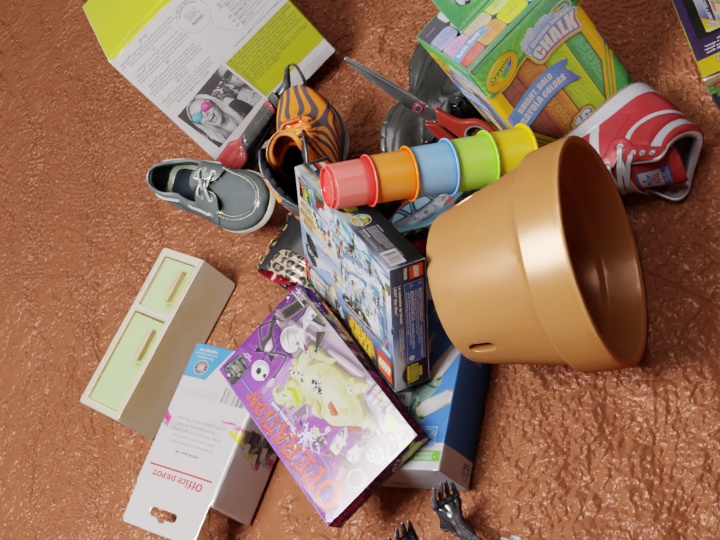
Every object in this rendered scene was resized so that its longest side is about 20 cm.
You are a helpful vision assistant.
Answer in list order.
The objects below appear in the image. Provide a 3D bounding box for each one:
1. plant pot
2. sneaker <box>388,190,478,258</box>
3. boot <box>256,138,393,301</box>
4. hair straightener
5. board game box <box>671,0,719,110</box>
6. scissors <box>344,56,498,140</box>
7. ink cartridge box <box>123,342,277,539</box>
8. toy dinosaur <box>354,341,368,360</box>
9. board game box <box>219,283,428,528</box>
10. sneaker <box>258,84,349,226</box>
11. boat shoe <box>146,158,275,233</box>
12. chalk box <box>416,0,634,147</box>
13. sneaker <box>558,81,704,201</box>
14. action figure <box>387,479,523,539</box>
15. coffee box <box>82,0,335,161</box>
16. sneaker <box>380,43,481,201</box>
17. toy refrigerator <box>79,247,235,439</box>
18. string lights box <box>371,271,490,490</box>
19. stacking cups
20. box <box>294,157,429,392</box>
[{"bbox_3d":[0.149,0.000,1.011,0.139,0.200,0.201,-16,55,29],"label":"plant pot"},{"bbox_3d":[0.080,-0.052,1.188,0.199,0.079,0.096,-32,31,18],"label":"sneaker"},{"bbox_3d":[-0.068,-0.059,1.291,0.199,0.073,0.151,24,79,36],"label":"boot"},{"bbox_3d":[-0.120,-0.160,1.376,0.041,0.077,0.201,42,115,19],"label":"hair straightener"},{"bbox_3d":[0.399,-0.265,1.091,0.199,0.057,0.166,-24,54,22],"label":"board game box"},{"bbox_3d":[0.074,-0.164,1.188,0.073,0.200,0.014,-37,13,33],"label":"scissors"},{"bbox_3d":[-0.150,0.185,1.200,0.115,0.068,0.201,8,68,39],"label":"ink cartridge box"},{"bbox_3d":[-0.022,0.104,1.154,0.047,0.088,0.200,37,89,14],"label":"toy dinosaur"},{"bbox_3d":[-0.039,0.122,1.082,0.120,0.032,0.200,-49,58,14],"label":"board game box"},{"bbox_3d":[-0.061,-0.133,1.211,0.077,0.112,0.201,-24,58,12],"label":"sneaker"},{"bbox_3d":[-0.172,-0.088,1.314,0.199,0.062,0.073,18,93,47],"label":"boat shoe"},{"bbox_3d":[0.150,-0.216,1.126,0.125,0.200,0.124,-46,35,3],"label":"chalk box"},{"bbox_3d":[0.230,-0.082,1.090,0.200,0.071,0.113,-44,44,2],"label":"sneaker"},{"bbox_3d":[0.096,0.271,0.953,0.119,0.102,0.200,-38,45,-5],"label":"action figure"},{"bbox_3d":[-0.187,-0.295,1.410,0.200,0.198,0.200,-43,37,6],"label":"coffee box"},{"bbox_3d":[0.083,-0.166,1.247,0.090,0.076,0.201,6,69,32],"label":"sneaker"},{"bbox_3d":[-0.231,0.080,1.321,0.076,0.070,0.201,17,74,41],"label":"toy refrigerator"},{"bbox_3d":[0.064,0.102,1.104,0.102,0.059,0.201,-6,60,36],"label":"string lights box"},{"bbox_3d":[0.061,-0.088,1.057,0.199,0.061,0.061,-12,48,-15],"label":"stacking cups"},{"bbox_3d":[0.000,0.000,1.086,0.040,0.138,0.200,-18,39,-19],"label":"box"}]
